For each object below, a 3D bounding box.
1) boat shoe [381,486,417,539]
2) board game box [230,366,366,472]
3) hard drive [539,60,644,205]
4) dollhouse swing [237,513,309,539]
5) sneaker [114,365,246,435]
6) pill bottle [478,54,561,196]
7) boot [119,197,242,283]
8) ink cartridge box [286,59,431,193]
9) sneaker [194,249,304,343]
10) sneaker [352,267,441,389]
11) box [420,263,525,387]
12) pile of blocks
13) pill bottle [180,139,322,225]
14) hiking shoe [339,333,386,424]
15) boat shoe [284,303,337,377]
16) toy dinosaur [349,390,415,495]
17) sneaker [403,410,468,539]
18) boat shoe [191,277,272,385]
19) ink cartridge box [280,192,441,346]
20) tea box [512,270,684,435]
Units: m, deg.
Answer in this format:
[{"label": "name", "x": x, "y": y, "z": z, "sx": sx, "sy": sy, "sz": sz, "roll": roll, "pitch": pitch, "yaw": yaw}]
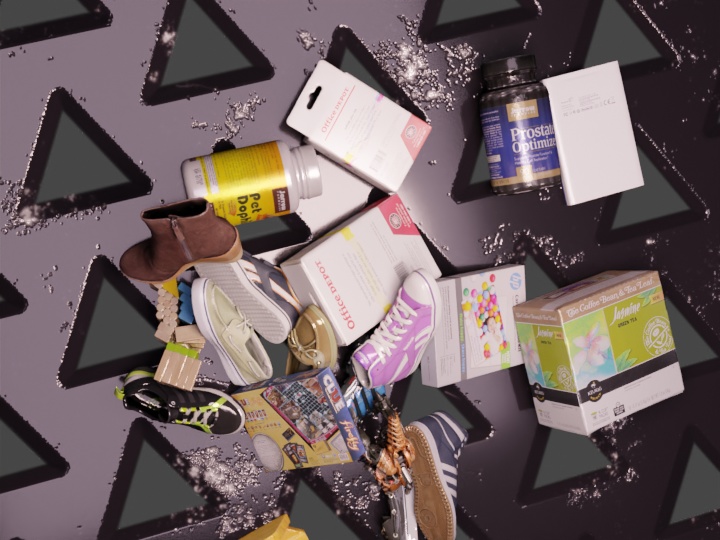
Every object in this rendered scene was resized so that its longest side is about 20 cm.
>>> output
[{"label": "boat shoe", "x": 0.059, "y": 0.390, "z": 1.635, "sx": 0.056, "sy": 0.069, "sz": 0.204, "roll": -3, "pitch": 88, "yaw": -2}, {"label": "board game box", "x": -0.094, "y": 0.223, "z": 1.536, "sx": 0.034, "sy": 0.198, "sz": 0.137, "roll": -31, "pitch": 101, "yaw": -45}, {"label": "hard drive", "x": 0.371, "y": -0.220, "z": 1.668, "sx": 0.130, "sy": 0.025, "sz": 0.203, "roll": -15, "pitch": 96, "yaw": -9}, {"label": "dollhouse swing", "x": -0.127, "y": 0.510, "z": 1.551, "sx": 0.180, "sy": 0.176, "sz": 0.202, "roll": -27, "pitch": 97, "yaw": -7}, {"label": "sneaker", "x": -0.269, "y": 0.211, "z": 1.545, "sx": 0.197, "sy": 0.083, "sz": 0.073, "roll": 19, "pitch": 114, "yaw": -6}, {"label": "pill bottle", "x": 0.241, "y": -0.223, "z": 1.602, "sx": 0.110, "sy": 0.112, "sz": 0.204, "roll": -11, "pitch": 96, "yaw": -9}, {"label": "boot", "x": -0.272, "y": -0.049, "z": 1.450, "sx": 0.196, "sy": 0.167, "sz": 0.074, "roll": -8, "pitch": 66, "yaw": 12}, {"label": "ink cartridge box", "x": -0.007, "y": -0.218, "z": 1.580, "sx": 0.198, "sy": 0.067, "sz": 0.118, "roll": 31, "pitch": 88, "yaw": -12}, {"label": "sneaker", "x": -0.167, "y": 0.018, "z": 1.565, "sx": 0.200, "sy": 0.079, "sz": 0.079, "roll": 46, "pitch": 42, "yaw": 3}, {"label": "sneaker", "x": 0.048, "y": 0.094, "z": 1.500, "sx": 0.113, "sy": 0.073, "sz": 0.203, "roll": -19, "pitch": 136, "yaw": -37}, {"label": "box", "x": 0.174, "y": 0.082, "z": 1.599, "sx": 0.198, "sy": 0.041, "sz": 0.159, "roll": -10, "pitch": 99, "yaw": -38}, {"label": "pile of blocks", "x": -0.269, "y": 0.082, "z": 1.546, "sx": 0.081, "sy": 0.062, "sz": 0.204, "roll": -5, "pitch": 78, "yaw": -7}, {"label": "pill bottle", "x": -0.160, "y": -0.128, "z": 1.537, "sx": 0.197, "sy": 0.109, "sz": 0.111, "roll": -13, "pitch": 96, "yaw": -9}, {"label": "hiking shoe", "x": -0.001, "y": 0.203, "z": 1.603, "sx": 0.085, "sy": 0.074, "sz": 0.203, "roll": 21, "pitch": 90, "yaw": -7}, {"label": "boat shoe", "x": -0.083, "y": 0.137, "z": 1.538, "sx": 0.063, "sy": 0.202, "sz": 0.073, "roll": -25, "pitch": 56, "yaw": -33}, {"label": "toy dinosaur", "x": 0.043, "y": 0.255, "z": 1.527, "sx": 0.101, "sy": 0.201, "sz": 0.136, "roll": -17, "pitch": 58, "yaw": -39}, {"label": "sneaker", "x": 0.128, "y": 0.317, "z": 1.615, "sx": 0.108, "sy": 0.069, "sz": 0.203, "roll": -25, "pitch": 103, "yaw": -52}, {"label": "boat shoe", "x": -0.187, "y": 0.087, "z": 1.532, "sx": 0.061, "sy": 0.073, "sz": 0.202, "roll": -9, "pitch": 130, "yaw": 18}, {"label": "ink cartridge box", "x": 0.000, "y": 0.000, "z": 1.558, "sx": 0.199, "sy": 0.083, "sz": 0.147, "roll": -34, "pitch": 100, "yaw": -27}, {"label": "tea box", "x": 0.367, "y": 0.121, "z": 1.614, "sx": 0.197, "sy": 0.133, "sz": 0.200, "roll": -19, "pitch": 97, "yaw": -23}]
